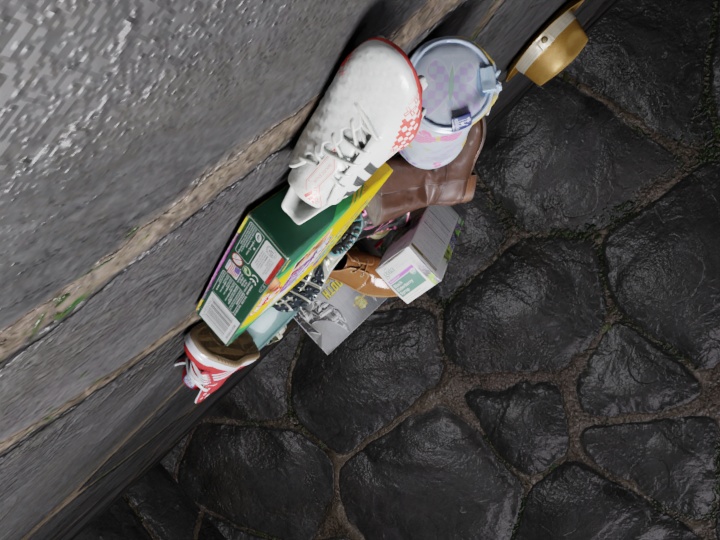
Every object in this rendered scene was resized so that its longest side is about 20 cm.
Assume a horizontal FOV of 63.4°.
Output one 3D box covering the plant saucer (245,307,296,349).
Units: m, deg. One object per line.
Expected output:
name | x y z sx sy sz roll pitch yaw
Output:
plant saucer | -0.154 0.090 0.982 0.201 0.039 0.201 -45 179 -1

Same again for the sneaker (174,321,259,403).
sneaker | -0.217 0.129 0.799 0.111 0.072 0.200 -33 168 2

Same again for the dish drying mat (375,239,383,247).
dish drying mat | 0.041 -0.078 2.840 0.077 0.018 0.200 -44 177 -45

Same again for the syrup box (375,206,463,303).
syrup box | 0.103 -0.044 0.974 0.078 0.081 0.201 -38 -166 36

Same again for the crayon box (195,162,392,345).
crayon box | -0.073 -0.028 0.613 0.172 0.058 0.200 -43 178 -39

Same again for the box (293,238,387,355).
box | -0.042 0.030 1.074 0.200 0.159 0.048 -43 178 19

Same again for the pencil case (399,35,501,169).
pencil case | 0.080 -0.162 0.593 0.089 0.085 0.200 -21 179 0

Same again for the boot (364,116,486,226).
boot | 0.085 -0.169 0.841 0.197 0.190 0.064 -13 -158 -27

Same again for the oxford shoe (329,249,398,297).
oxford shoe | 0.000 0.000 0.983 0.071 0.196 0.073 93 9 -82

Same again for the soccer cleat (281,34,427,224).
soccer cleat | -0.013 -0.090 0.429 0.085 0.069 0.200 -47 -176 -21

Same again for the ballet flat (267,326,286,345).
ballet flat | -0.192 0.121 1.295 0.067 0.064 0.200 -43 177 -25

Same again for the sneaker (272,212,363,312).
sneaker | -0.062 -0.018 0.857 0.200 0.078 0.086 -45 -179 17

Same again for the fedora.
fedora | 0.378 -0.432 1.147 0.201 0.082 0.201 -45 179 -1

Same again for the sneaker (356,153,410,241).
sneaker | 0.035 -0.088 0.929 0.200 0.095 0.079 -43 -157 14

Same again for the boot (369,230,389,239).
boot | 0.079 -0.150 1.054 0.155 0.073 0.200 -45 180 40
